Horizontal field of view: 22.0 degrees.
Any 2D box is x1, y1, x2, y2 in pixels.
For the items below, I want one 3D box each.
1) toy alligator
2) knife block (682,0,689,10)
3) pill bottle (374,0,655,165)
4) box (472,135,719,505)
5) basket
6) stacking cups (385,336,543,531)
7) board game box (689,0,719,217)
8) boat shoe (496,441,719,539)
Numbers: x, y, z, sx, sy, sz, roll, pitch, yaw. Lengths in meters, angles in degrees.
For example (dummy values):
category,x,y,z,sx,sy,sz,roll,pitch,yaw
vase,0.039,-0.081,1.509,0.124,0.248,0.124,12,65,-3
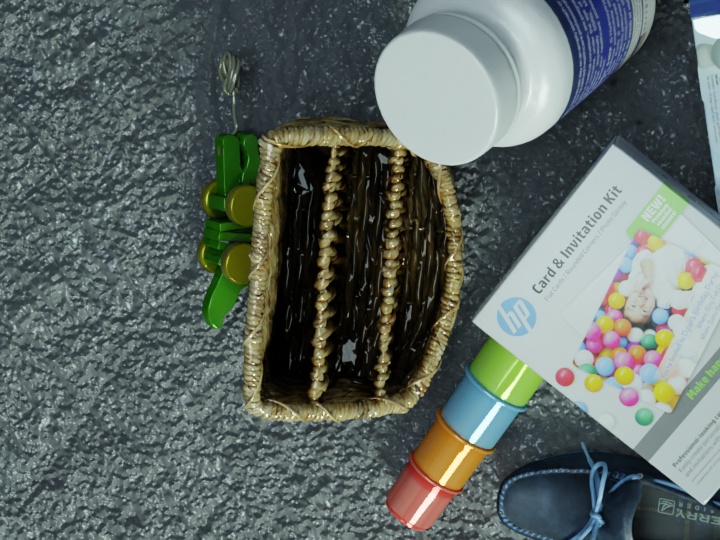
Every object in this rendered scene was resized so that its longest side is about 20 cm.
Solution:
category,x,y,z,sx,sy,sz,roll,pitch,yaw
toy alligator,-0.082,-0.057,1.348,0.054,0.059,0.202,2,97,-28
knife block,0.209,-0.276,1.194,0.175,0.064,0.201,-25,90,-23
pill bottle,0.098,-0.150,1.199,0.119,0.200,0.120,18,127,27
box,0.200,0.033,1.229,0.200,0.041,0.156,39,107,2
basket,0.000,0.000,1.273,0.141,0.149,0.202,6,98,4
stacking cups,0.083,0.097,1.314,0.060,0.060,0.201,37,103,8
board game box,0.320,-0.106,1.179,0.197,0.044,0.201,-6,132,13
boat shoe,0.191,0.163,1.288,0.198,0.069,0.085,-2,95,15
